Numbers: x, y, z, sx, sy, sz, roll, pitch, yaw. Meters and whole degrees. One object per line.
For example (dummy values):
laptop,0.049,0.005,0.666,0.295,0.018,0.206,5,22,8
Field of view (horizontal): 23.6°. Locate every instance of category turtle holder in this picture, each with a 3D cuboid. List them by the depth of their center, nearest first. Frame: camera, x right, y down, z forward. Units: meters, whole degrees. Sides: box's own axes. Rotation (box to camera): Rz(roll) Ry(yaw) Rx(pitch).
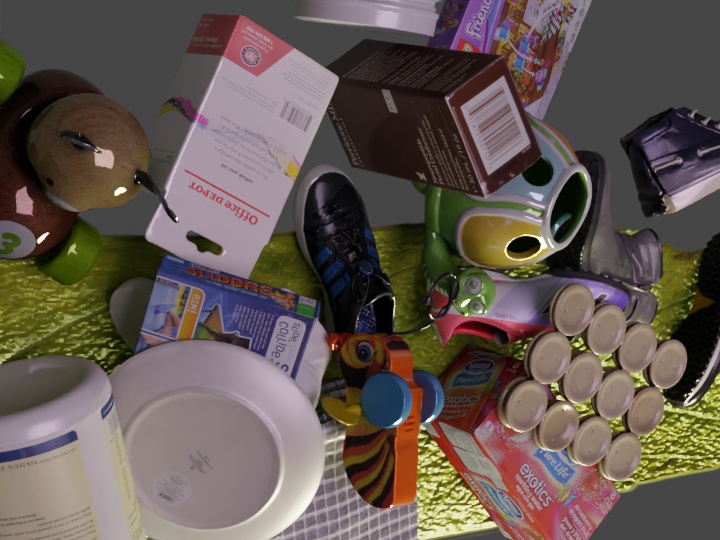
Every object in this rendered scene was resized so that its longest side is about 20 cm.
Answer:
turtle holder,0.124,-0.063,1.555,0.185,0.131,0.142,-39,135,-39

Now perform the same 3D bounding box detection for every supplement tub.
supplement tub,-0.249,0.183,1.353,0.145,0.145,0.201,-21,111,-31
supplement tub,0.016,-0.304,1.446,0.145,0.145,0.201,4,97,-36

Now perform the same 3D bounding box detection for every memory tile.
memory tile,0.222,0.108,1.630,0.200,0.017,0.154,29,86,-38

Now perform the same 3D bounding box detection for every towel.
towel,-0.031,0.194,1.551,0.199,0.085,0.167,-14,108,-33

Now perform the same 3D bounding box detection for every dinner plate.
dinner plate,-0.129,0.150,1.404,0.199,0.024,0.201,2,115,4

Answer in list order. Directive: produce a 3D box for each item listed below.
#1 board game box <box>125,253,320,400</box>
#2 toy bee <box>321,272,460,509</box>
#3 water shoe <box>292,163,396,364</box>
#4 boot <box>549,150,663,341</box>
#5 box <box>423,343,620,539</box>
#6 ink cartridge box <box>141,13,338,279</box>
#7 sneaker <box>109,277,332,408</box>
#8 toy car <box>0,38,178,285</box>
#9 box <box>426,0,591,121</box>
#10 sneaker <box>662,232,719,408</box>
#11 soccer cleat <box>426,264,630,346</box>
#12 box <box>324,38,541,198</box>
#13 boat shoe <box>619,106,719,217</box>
board game box,-0.125,0.098,1.412,0.135,0.034,0.201,18,114,-5
toy bee,0.019,0.097,1.483,0.131,0.108,0.201,37,73,-52
water shoe,0.000,0.000,1.537,0.071,0.079,0.201,-27,114,-29
boot,0.249,-0.031,1.728,0.131,0.070,0.201,-11,117,-37
box,0.154,0.178,1.672,0.096,0.100,0.200,-47,122,-19
ink cartridge box,-0.114,-0.100,1.442,0.116,0.067,0.201,29,80,-36
sneaker,-0.115,0.049,1.478,0.200,0.074,0.116,36,41,-12
toy car,-0.217,-0.072,1.290,0.164,0.200,0.158,36,78,-35
box,0.150,-0.255,1.619,0.137,0.039,0.201,27,83,-37
sneaker,0.392,0.062,1.838,0.090,0.070,0.201,25,82,-33
soccer cleat,0.160,0.039,1.627,0.199,0.068,0.074,3,66,-13
box,0.054,-0.134,1.474,0.075,0.200,0.100,-36,118,-22
boat shoe,0.358,-0.136,1.756,0.199,0.075,0.093,-28,96,-21
